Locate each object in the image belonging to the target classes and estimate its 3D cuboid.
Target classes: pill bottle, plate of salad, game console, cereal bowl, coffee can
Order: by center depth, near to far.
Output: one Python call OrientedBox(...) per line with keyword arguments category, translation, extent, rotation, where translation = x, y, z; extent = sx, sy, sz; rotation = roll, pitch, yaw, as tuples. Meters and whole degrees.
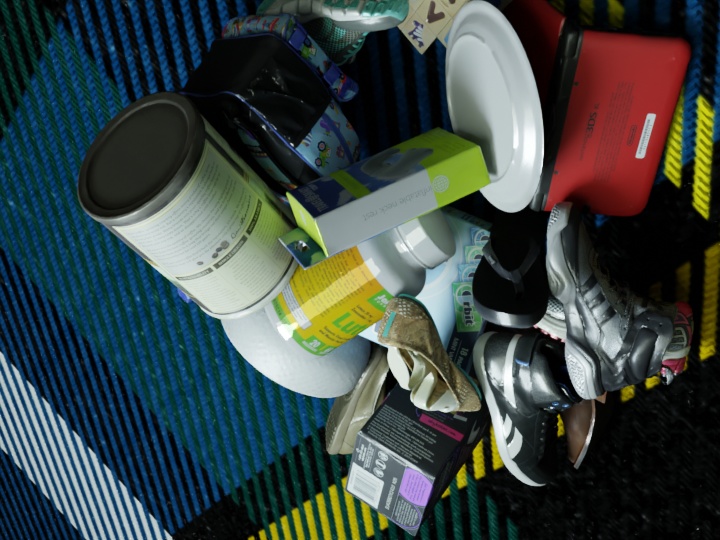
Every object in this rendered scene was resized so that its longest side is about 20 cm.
OrientedBox(category="plate of salad", translation=(0.133, -0.157, 1.066), extent=(0.200, 0.047, 0.204), rotation=(166, 90, -74))
OrientedBox(category="game console", translation=(0.208, -0.169, 1.087), extent=(0.169, 0.120, 0.202), rotation=(4, 131, -2))
OrientedBox(category="coffee can", translation=(-0.168, -0.061, 1.135), extent=(0.145, 0.148, 0.200), rotation=(5, 153, 36))
OrientedBox(category="pill bottle", translation=(0.000, 0.000, 1.186), extent=(0.199, 0.111, 0.112), rotation=(-33, 100, 23))
OrientedBox(category="cereal bowl", translation=(-0.069, 0.056, 1.367), extent=(0.199, 0.200, 0.084), rotation=(37, 117, 9))

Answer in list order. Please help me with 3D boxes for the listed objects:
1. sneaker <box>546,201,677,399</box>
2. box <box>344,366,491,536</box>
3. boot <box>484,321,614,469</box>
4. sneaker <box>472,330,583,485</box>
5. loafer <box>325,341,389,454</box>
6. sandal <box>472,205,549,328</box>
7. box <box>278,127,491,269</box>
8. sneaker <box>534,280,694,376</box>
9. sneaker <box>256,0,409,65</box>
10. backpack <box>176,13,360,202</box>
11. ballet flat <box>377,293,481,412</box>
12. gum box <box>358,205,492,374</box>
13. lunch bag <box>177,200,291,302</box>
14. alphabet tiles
OrientedBox(category="sneaker", translation=(0.250, 0.024, 1.092), extent=(0.112, 0.075, 0.203), rotation=(-8, 104, 22))
OrientedBox(category="box", translation=(0.080, 0.190, 1.333), extent=(0.105, 0.200, 0.123), rotation=(29, 136, 16))
OrientedBox(category="boot", translation=(0.196, 0.120, 1.294), extent=(0.198, 0.064, 0.189), rotation=(27, 134, 24))
OrientedBox(category="sneaker", translation=(0.201, 0.158, 1.214), extent=(0.111, 0.073, 0.202), rotation=(-2, 122, 43))
OrientedBox(category="loafer", translation=(0.007, 0.165, 1.474), extent=(0.066, 0.077, 0.202), rotation=(9, 130, -17))
OrientedBox(category="sandal", translation=(0.151, -0.015, 1.119), extent=(0.075, 0.201, 0.043), rotation=(0, 127, 9))
OrientedBox(category="box", translation=(0.015, -0.075, 1.090), extent=(0.122, 0.197, 0.048), rotation=(-137, 24, -67))
OrientedBox(category="sneaker", translation=(0.256, 0.043, 1.181), extent=(0.198, 0.080, 0.076), rotation=(19, 105, 25))
OrientedBox(category="sneaker", translation=(-0.017, -0.258, 1.167), extent=(0.198, 0.078, 0.092), rotation=(11, 145, 45))
OrientedBox(category="backpack", translation=(-0.078, -0.159, 1.194), extent=(0.200, 0.136, 0.182), rotation=(41, 165, -29))
OrientedBox(category="ballet flat", translation=(0.068, 0.106, 1.178), extent=(0.070, 0.066, 0.201), rotation=(14, 151, 44))
OrientedBox(category="gum box", translation=(0.056, 0.004, 1.252), extent=(0.197, 0.045, 0.172), rotation=(22, 108, 13))
OrientedBox(category="lunch bag", translation=(-0.166, -0.068, 1.331), extent=(0.093, 0.200, 0.152), rotation=(29, 136, 17))
OrientedBox(category="alphabet tiles", translation=(0.073, -0.302, 1.077), extent=(0.167, 0.006, 0.200), rotation=(51, 145, 2))
